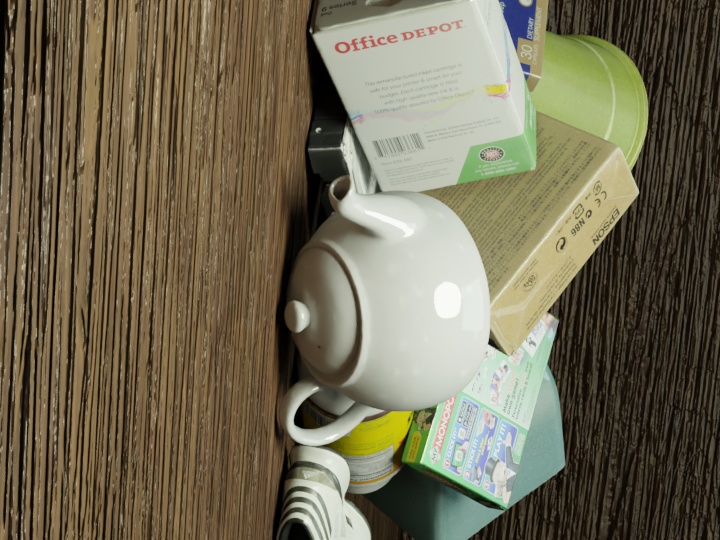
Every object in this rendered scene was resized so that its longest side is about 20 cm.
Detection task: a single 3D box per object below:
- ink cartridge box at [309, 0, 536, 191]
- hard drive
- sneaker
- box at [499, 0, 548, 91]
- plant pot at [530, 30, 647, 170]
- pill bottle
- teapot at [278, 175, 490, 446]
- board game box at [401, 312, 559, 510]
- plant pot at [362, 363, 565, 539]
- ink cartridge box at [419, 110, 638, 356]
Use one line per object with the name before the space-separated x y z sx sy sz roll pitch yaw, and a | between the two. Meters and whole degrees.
ink cartridge box | 0.058 -0.171 1.491 0.200 0.144 0.088 63 25 -44
hard drive | -0.006 -0.133 1.602 0.140 0.038 0.201 76 17 -46
sneaker | -0.046 0.256 1.589 0.201 0.075 0.116 77 26 -51
box | 0.072 -0.242 1.573 0.032 0.198 0.122 120 -20 -64
plant pot | 0.161 -0.174 1.753 0.190 0.199 0.202 22 70 -53
pill bottle | -0.003 0.132 1.637 0.201 0.108 0.110 89 8 -57
teapot | 0.003 0.034 1.437 0.197 0.145 0.202 -21 -99 59
board game box | 0.118 0.113 1.666 0.134 0.029 0.201 32 68 -38
plant pot | 0.085 0.129 1.796 0.195 0.196 0.201 -32 139 -29
ink cartridge box | 0.124 -0.045 1.554 0.200 0.164 0.075 -50 138 -13
